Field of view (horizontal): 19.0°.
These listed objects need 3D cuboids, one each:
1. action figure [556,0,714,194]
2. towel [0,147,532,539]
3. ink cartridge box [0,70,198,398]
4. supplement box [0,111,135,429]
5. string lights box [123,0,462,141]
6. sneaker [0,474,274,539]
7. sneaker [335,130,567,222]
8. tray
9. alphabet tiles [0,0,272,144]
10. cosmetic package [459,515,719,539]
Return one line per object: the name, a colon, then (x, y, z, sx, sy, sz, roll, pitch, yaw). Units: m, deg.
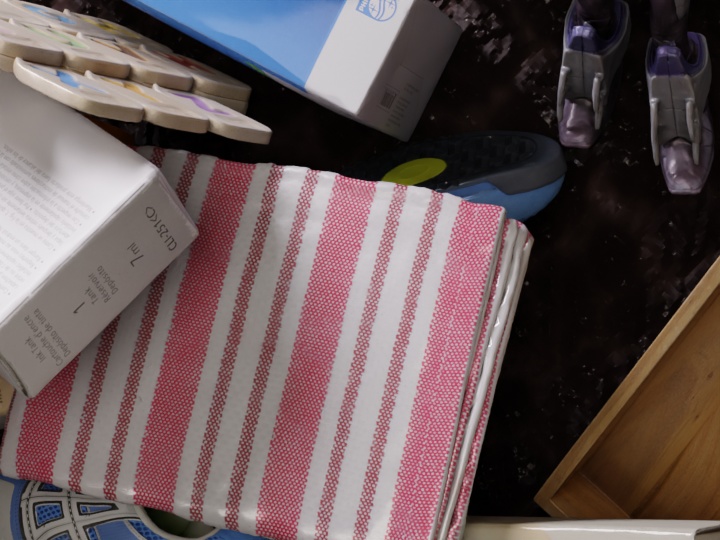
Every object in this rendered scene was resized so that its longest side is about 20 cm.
action figure: (0.106, -0.124, 0.836, 0.129, 0.201, 0.070, 11, 54, 19)
towel: (-0.041, 0.032, 0.862, 0.198, 0.030, 0.148, 11, 77, 17)
ink cartridge box: (-0.188, -0.008, 0.852, 0.176, 0.045, 0.200, -44, 46, -14)
supplement box: (-0.196, 0.011, 0.961, 0.198, 0.073, 0.127, -10, 83, 12)
string lights box: (-0.063, -0.129, 0.924, 0.199, 0.103, 0.059, 29, 94, 12)
sneaker: (-0.111, 0.112, 0.922, 0.199, 0.076, 0.078, 24, 92, 32)
sneaker: (0.000, 0.000, 0.931, 0.198, 0.066, 0.079, -20, 109, 5)
tray: (0.159, 0.055, 0.848, 0.099, 0.037, 0.201, 42, 130, 12)
alphabet tiles: (-0.137, -0.096, 0.882, 0.195, 0.199, 0.015, 27, 103, 34)
cosmetic package: (0.058, 0.151, 0.866, 0.199, 0.073, 0.105, -4, 84, 33)
